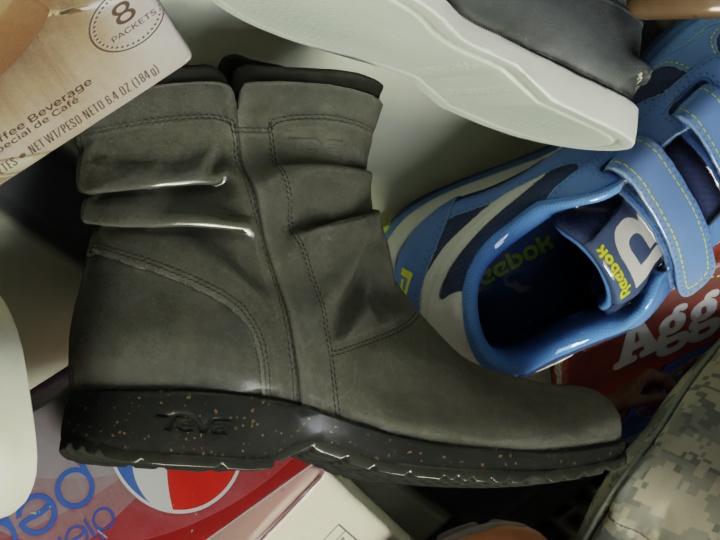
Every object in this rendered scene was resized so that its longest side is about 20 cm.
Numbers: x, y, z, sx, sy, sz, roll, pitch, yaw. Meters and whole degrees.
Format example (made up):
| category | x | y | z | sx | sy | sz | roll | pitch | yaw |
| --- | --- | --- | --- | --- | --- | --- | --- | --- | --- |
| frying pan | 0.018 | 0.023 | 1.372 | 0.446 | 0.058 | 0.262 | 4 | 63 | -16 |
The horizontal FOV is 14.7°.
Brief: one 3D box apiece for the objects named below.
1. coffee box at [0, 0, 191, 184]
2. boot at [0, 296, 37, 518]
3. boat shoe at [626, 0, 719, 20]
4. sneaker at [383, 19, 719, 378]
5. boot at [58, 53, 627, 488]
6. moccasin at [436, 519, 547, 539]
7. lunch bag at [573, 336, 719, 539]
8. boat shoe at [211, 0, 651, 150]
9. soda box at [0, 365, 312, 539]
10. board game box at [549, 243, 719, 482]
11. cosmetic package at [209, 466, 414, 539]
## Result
| category | x | y | z | sx | sy | sz | roll | pitch | yaw |
| --- | --- | --- | --- | --- | --- | --- | --- | --- | --- |
| coffee box | -0.138 | -0.101 | 0.697 | 0.114 | 0.080 | 0.200 | -34 | 145 | -1 |
| boot | -0.181 | 0.041 | 0.762 | 0.144 | 0.200 | 0.073 | -7 | 93 | -30 |
| boat shoe | 0.160 | -0.130 | 0.911 | 0.200 | 0.071 | 0.077 | -16 | 103 | -48 |
| sneaker | 0.100 | -0.025 | 0.958 | 0.200 | 0.082 | 0.074 | -36 | 110 | 0 |
| boot | 0.000 | 0.000 | 0.869 | 0.199 | 0.131 | 0.068 | 6 | 174 | -27 |
| moccasin | 0.000 | 0.170 | 0.989 | 0.201 | 0.078 | 0.074 | -40 | 144 | -16 |
| lunch bag | 0.164 | 0.149 | 1.098 | 0.139 | 0.167 | 0.200 | -43 | 161 | -48 |
| boat shoe | 0.019 | -0.092 | 0.852 | 0.200 | 0.075 | 0.061 | 24 | 74 | -50 |
| soda box | -0.097 | 0.075 | 0.882 | 0.200 | 0.070 | 0.063 | -34 | -173 | -32 |
| board game box | 0.167 | 0.009 | 1.123 | 0.199 | 0.019 | 0.103 | -26 | 143 | -11 |
| cosmetic package | -0.028 | 0.126 | 1.051 | 0.105 | 0.071 | 0.200 | -44 | 144 | -3 |
